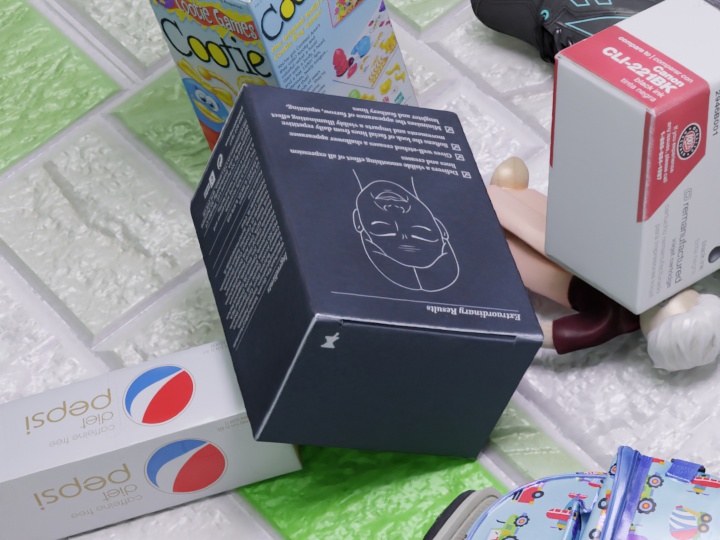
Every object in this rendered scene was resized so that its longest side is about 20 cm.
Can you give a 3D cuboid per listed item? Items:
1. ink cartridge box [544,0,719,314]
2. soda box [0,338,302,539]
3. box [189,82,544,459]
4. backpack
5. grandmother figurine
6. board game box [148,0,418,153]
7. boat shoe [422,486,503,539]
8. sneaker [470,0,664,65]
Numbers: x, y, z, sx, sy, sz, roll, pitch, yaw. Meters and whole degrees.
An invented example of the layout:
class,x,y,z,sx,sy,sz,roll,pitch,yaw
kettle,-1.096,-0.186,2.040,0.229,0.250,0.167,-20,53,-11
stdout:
class,x,y,z,sx,sy,sz,roll,pitch,yaw
ink cartridge box,0.208,-0.086,1.654,0.199,0.145,0.084,-28,45,-32
soda box,-0.140,0.104,1.694,0.199,0.068,0.064,-17,47,4
box,0.000,0.000,1.670,0.148,0.107,0.201,7,41,-24
backpack,0.129,0.182,1.475,0.199,0.135,0.183,17,58,17
grandmother figurine,0.140,0.004,1.696,0.200,0.061,0.121,30,73,39
board game box,-0.051,-0.146,1.790,0.103,0.201,0.105,25,61,33
boat shoe,0.021,0.197,1.561,0.067,0.072,0.200,3,47,41
sneaker,0.152,-0.151,1.813,0.199,0.076,0.079,15,59,29
